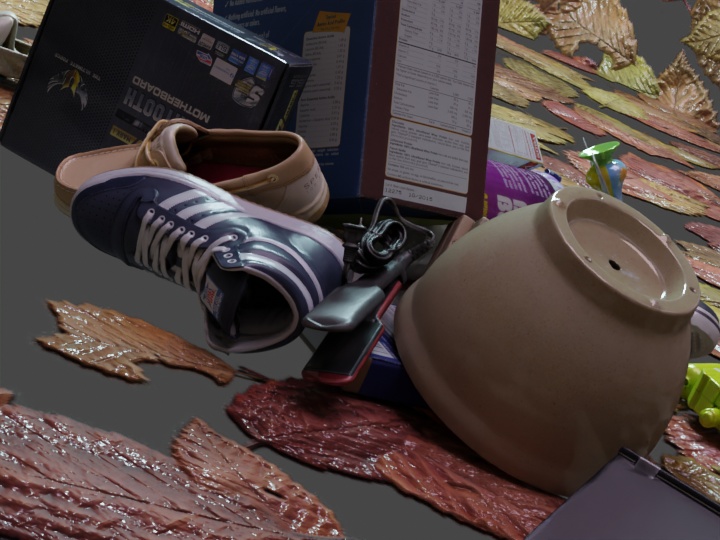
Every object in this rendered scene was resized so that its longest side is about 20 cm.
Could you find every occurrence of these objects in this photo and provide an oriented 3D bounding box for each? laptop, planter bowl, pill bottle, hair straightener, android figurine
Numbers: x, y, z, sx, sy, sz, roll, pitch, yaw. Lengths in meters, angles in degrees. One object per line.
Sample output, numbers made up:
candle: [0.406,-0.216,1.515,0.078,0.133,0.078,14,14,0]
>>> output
laptop: [0.203,0.203,1.117,0.187,0.116,0.200,32,-12,26]
planter bowl: [0.140,0.031,1.263,0.199,0.135,0.201,26,31,-17]
pill bottle: [0.105,-0.035,1.594,0.199,0.113,0.112,11,19,-38]
hair straightener: [0.010,0.001,1.243,0.041,0.078,0.200,8,25,21]
android figurine: [0.337,0.124,1.541,0.181,0.041,0.200,32,16,27]

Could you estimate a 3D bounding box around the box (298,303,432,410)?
box: [0.050,0.062,1.326,0.199,0.033,0.121,13,18,-31]

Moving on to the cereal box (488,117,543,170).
cereal box: [0.057,-0.097,1.678,0.200,0.143,0.040,8,65,-62]

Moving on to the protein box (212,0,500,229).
protein box: [-0.011,-0.142,1.484,0.134,0.202,0.198,10,-7,-42]

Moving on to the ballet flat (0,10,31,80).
ballet flat: [-0.285,-0.187,1.615,0.199,0.063,0.067,19,15,-17]

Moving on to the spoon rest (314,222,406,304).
spoon rest: [0.000,0.000,1.447,0.199,0.061,0.099,1,23,-26]

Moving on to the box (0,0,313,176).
box: [-0.153,-0.122,1.404,0.199,0.159,0.051,29,16,17]

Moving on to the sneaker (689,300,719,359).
sneaker: [0.208,0.016,1.491,0.078,0.080,0.199,42,-22,-31]

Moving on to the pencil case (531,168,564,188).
pencil case: [0.190,-0.023,1.759,0.085,0.084,0.200,42,7,-28]

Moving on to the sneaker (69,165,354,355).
sneaker: [-0.111,-0.007,1.245,0.199,0.071,0.109,16,27,10]

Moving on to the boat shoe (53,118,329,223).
boat shoe: [-0.122,-0.073,1.320,0.198,0.069,0.074,0,47,11]

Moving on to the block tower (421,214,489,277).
block tower: [0.145,0.036,1.429,0.199,0.058,0.054,31,-19,-10]

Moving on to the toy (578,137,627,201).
toy: [0.238,-0.015,1.605,0.115,0.047,0.201,-85,153,-77]
